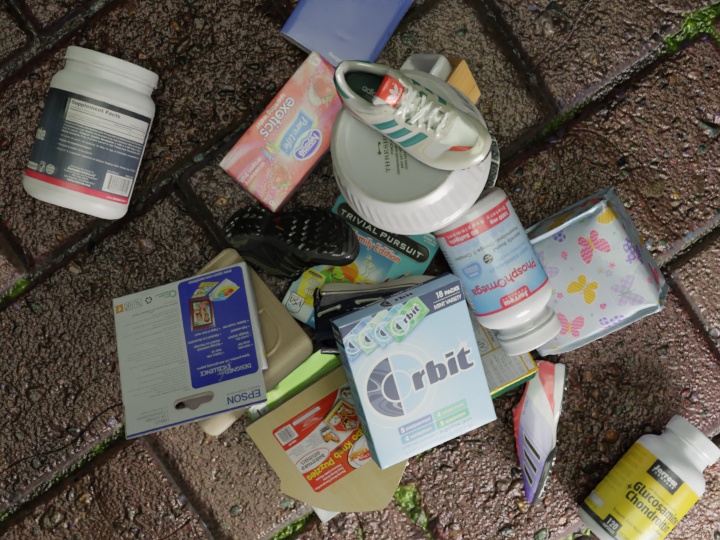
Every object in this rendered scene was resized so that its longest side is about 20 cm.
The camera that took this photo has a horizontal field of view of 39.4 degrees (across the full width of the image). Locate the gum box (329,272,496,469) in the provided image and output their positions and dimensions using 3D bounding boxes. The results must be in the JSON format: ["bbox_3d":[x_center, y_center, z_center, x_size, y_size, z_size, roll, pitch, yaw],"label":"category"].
[{"bbox_3d":[0.069,0.126,1.273,0.169,0.045,0.202,-20,107,-14],"label":"gum box"}]

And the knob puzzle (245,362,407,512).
[{"bbox_3d":[-0.024,0.233,1.331,0.217,0.030,0.222,-1,105,-3],"label":"knob puzzle"}]

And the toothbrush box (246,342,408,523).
[{"bbox_3d":[-0.048,0.217,1.391,0.145,0.086,0.201,-33,95,0],"label":"toothbrush box"}]

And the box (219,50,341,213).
[{"bbox_3d":[-0.089,-0.184,1.365,0.102,0.095,0.200,41,91,-4],"label":"box"}]

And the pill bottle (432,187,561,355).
[{"bbox_3d":[0.179,0.003,1.299,0.108,0.109,0.201,-29,97,-1],"label":"pill bottle"}]

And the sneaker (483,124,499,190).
[{"bbox_3d":[0.147,-0.105,1.382,0.077,0.086,0.202,4,101,4],"label":"sneaker"}]

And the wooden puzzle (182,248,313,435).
[{"bbox_3d":[-0.185,0.097,1.375,0.185,0.046,0.200,-41,66,-3],"label":"wooden puzzle"}]

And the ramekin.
[{"bbox_3d":[0.055,-0.149,1.216,0.200,0.094,0.205,-1,83,12],"label":"ramekin"}]

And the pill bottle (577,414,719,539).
[{"bbox_3d":[0.405,0.302,1.399,0.112,0.112,0.200,41,91,-3],"label":"pill bottle"}]

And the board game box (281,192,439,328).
[{"bbox_3d":[0.000,0.000,1.374,0.150,0.047,0.201,28,108,-3],"label":"board game box"}]

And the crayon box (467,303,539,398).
[{"bbox_3d":[0.126,0.130,1.380,0.199,0.052,0.126,-25,72,-8],"label":"crayon box"}]

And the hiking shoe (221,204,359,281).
[{"bbox_3d":[-0.080,-0.030,1.315,0.198,0.101,0.076,11,59,29],"label":"hiking shoe"}]

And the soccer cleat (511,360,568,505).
[{"bbox_3d":[0.244,0.227,1.418,0.072,0.068,0.202,9,91,12],"label":"soccer cleat"}]

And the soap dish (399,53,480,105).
[{"bbox_3d":[0.067,-0.192,1.348,0.081,0.157,0.201,34,91,-20],"label":"soap dish"}]

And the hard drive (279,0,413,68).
[{"bbox_3d":[-0.003,-0.375,1.388,0.131,0.025,0.201,32,87,-4],"label":"hard drive"}]

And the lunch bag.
[{"bbox_3d":[0.291,0.005,1.374,0.199,0.127,0.170,-30,94,25],"label":"lunch bag"}]

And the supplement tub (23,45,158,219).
[{"bbox_3d":[-0.354,-0.180,1.332,0.139,0.140,0.202,17,92,-3],"label":"supplement tub"}]

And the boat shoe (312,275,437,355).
[{"bbox_3d":[0.033,0.066,1.308,0.198,0.075,0.093,-5,48,12],"label":"boat shoe"}]

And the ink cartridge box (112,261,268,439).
[{"bbox_3d":[-0.224,0.108,1.333,0.196,0.047,0.202,-15,68,6],"label":"ink cartridge box"}]

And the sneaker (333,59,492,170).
[{"bbox_3d":[0.052,-0.176,1.123,0.199,0.093,0.071,31,91,15],"label":"sneaker"}]
